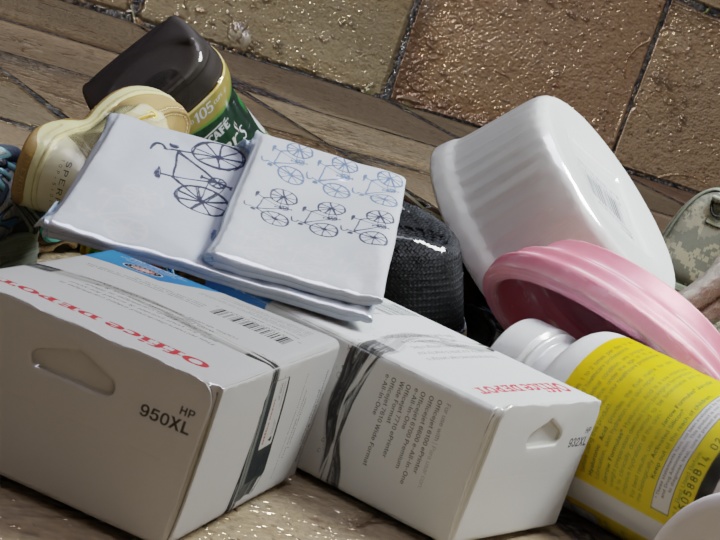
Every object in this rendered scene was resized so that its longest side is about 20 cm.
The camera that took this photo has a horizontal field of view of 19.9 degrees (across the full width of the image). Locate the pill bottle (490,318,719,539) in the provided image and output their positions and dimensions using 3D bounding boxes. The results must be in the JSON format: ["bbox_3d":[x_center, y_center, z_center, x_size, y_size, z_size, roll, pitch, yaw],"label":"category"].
[{"bbox_3d":[0.166,0.104,1.237,0.199,0.112,0.111,26,12,35],"label":"pill bottle"}]

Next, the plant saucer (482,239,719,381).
[{"bbox_3d":[0.174,0.046,1.362,0.200,0.051,0.201,36,-15,11],"label":"plant saucer"}]

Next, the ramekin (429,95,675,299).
[{"bbox_3d":[0.147,-0.032,1.517,0.201,0.097,0.201,48,21,-25],"label":"ramekin"}]

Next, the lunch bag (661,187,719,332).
[{"bbox_3d":[0.367,0.006,2.015,0.139,0.169,0.199,25,11,31],"label":"lunch bag"}]

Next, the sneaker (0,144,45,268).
[{"bbox_3d":[-0.252,-0.042,1.285,0.077,0.087,0.200,20,9,7],"label":"sneaker"}]

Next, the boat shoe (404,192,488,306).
[{"bbox_3d":[0.025,-0.025,1.563,0.201,0.075,0.075,25,5,-30],"label":"boat shoe"}]

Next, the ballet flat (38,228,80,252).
[{"bbox_3d":[-0.215,-0.044,1.485,0.072,0.068,0.200,2,7,21],"label":"ballet flat"}]

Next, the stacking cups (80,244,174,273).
[{"bbox_3d":[-0.145,0.016,1.301,0.060,0.061,0.200,17,15,-15],"label":"stacking cups"}]

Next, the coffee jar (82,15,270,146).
[{"bbox_3d":[-0.115,-0.087,1.511,0.200,0.104,0.085,53,-3,-39],"label":"coffee jar"}]

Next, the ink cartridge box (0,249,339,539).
[{"bbox_3d":[-0.112,0.056,1.023,0.144,0.085,0.200,21,9,13],"label":"ink cartridge box"}]

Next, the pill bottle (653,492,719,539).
[{"bbox_3d":[0.232,0.166,1.014,0.114,0.115,0.199,27,12,38],"label":"pill bottle"}]

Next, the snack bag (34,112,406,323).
[{"bbox_3d":[-0.075,-0.040,1.211,0.198,0.022,0.189,15,26,0],"label":"snack bag"}]

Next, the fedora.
[{"bbox_3d":[0.000,0.000,1.417,0.199,0.092,0.201,8,20,-3],"label":"fedora"}]

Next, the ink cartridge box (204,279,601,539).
[{"bbox_3d":[0.015,0.074,1.179,0.199,0.084,0.145,25,11,28],"label":"ink cartridge box"}]

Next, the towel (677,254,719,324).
[{"bbox_3d":[0.254,0.024,1.535,0.035,0.200,0.132,51,14,4],"label":"towel"}]

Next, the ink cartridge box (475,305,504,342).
[{"bbox_3d":[0.052,0.034,1.601,0.197,0.044,0.199,8,14,-45],"label":"ink cartridge box"}]

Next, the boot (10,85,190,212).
[{"bbox_3d":[-0.115,-0.057,1.329,0.154,0.073,0.200,21,17,14],"label":"boot"}]
